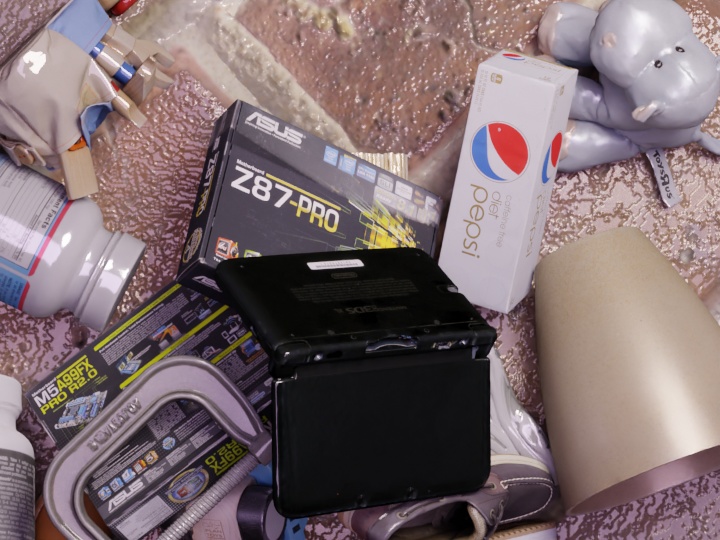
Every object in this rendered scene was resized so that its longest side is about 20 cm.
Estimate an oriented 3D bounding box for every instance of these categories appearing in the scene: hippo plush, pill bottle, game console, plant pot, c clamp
[{"bbox_3d":[0.219,-0.142,1.719,0.159,0.161,0.200,-32,90,-4],"label":"hippo plush"},{"bbox_3d":[-0.317,0.187,1.689,0.116,0.116,0.200,-1,72,-3],"label":"pill bottle"},{"bbox_3d":[-0.006,0.079,1.613,0.200,0.176,0.116,-4,129,-35],"label":"game console"},{"bbox_3d":[0.220,0.073,1.720,0.187,0.187,0.200,-19,75,-3],"label":"plant pot"},{"bbox_3d":[-0.280,-0.030,1.715,0.200,0.109,0.109,27,87,-3],"label":"pill bottle"},{"bbox_3d":[-0.132,0.159,1.609,0.200,0.027,0.171,-38,97,-3],"label":"c clamp"}]

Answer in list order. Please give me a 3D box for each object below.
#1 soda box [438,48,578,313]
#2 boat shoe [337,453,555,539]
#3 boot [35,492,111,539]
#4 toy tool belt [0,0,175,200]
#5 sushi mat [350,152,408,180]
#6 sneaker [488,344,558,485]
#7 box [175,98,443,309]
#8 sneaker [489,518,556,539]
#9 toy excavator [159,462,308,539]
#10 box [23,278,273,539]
[{"bbox_3d":[0.117,-0.072,1.708,0.068,0.064,0.200,18,114,18],"label":"soda box"},{"bbox_3d":[0.077,0.191,1.666,0.200,0.065,0.072,0,127,-36],"label":"boat shoe"},{"bbox_3d":[-0.211,0.260,1.686,0.074,0.155,0.200,11,96,-34],"label":"boot"},{"bbox_3d":[-0.215,-0.156,1.721,0.123,0.125,0.200,47,52,-14],"label":"toy tool belt"},{"bbox_3d":[0.000,0.000,1.761,0.096,0.012,0.200,-1,86,-24],"label":"sushi mat"},{"bbox_3d":[0.081,0.109,1.750,0.099,0.078,0.200,-30,89,0],"label":"sneaker"},{"bbox_3d":[-0.037,-0.024,1.687,0.200,0.049,0.161,26,53,-20],"label":"box"},{"bbox_3d":[0.082,0.271,1.720,0.200,0.070,0.109,-8,93,-32],"label":"sneaker"},{"bbox_3d":[-0.083,0.149,1.729,0.100,0.200,0.195,1,123,24],"label":"toy excavator"},{"bbox_3d":[-0.149,0.099,1.688,0.200,0.044,0.160,-38,52,-4],"label":"box"}]
